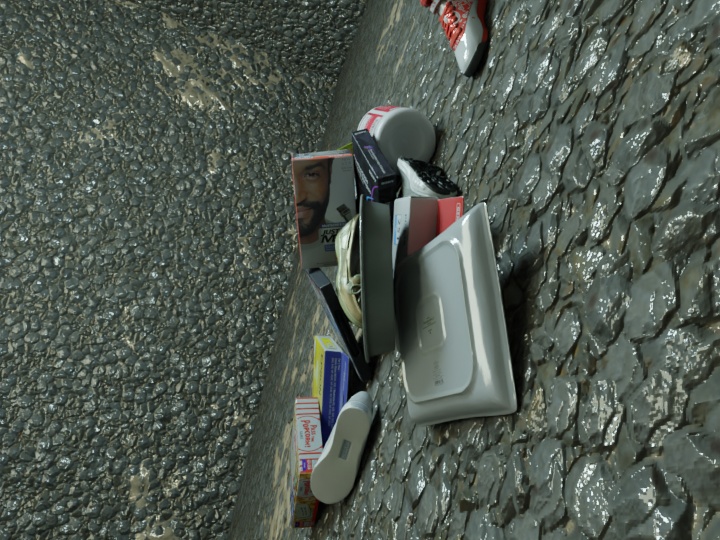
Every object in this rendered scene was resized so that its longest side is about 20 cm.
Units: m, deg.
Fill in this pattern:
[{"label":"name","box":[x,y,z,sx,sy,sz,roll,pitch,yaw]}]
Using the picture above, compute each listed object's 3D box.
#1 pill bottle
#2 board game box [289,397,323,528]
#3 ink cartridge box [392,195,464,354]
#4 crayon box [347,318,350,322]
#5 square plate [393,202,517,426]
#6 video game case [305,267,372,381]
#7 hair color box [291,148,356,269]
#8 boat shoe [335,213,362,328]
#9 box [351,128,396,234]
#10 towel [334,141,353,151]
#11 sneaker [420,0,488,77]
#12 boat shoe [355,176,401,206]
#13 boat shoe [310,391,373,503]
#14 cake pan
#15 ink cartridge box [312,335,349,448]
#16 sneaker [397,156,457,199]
[{"label":"pill bottle","box":[0.056,-0.244,1.068,0.200,0.110,0.114,-127,54,-68]},{"label":"board game box","box":[-0.104,0.360,1.085,0.153,0.045,0.202,-101,16,-46]},{"label":"ink cartridge box","box":[0.077,0.009,0.730,0.176,0.044,0.204,-155,67,-79]},{"label":"crayon box","box":[0.010,0.005,1.131,0.201,0.057,0.120,-98,26,-63]},{"label":"square plate","box":[0.085,0.057,0.617,0.200,0.028,0.202,140,128,-62]},{"label":"video game case","box":[-0.044,0.088,1.060,0.200,0.025,0.183,-140,26,-74]},{"label":"hair color box","box":[-0.063,-0.110,1.053,0.064,0.109,0.203,-106,11,-68]},{"label":"boat shoe","box":[0.002,0.000,0.965,0.063,0.072,0.203,-49,37,45]},{"label":"box","box":[0.025,-0.118,0.995,0.144,0.035,0.202,-115,16,-45]},{"label":"towel","box":[0.009,-0.271,1.276,0.199,0.018,0.086,-32,-19,-29]},{"label":"sneaker","box":[0.142,-0.397,0.917,0.067,0.106,0.204,127,156,-59]},{"label":"boat shoe","box":[0.016,-0.130,1.140,0.200,0.075,0.062,-43,28,-3]},{"label":"boat shoe","box":[-0.027,0.282,0.933,0.069,0.071,0.203,-47,-27,-65]},{"label":"cake pan","box":[0.021,0.009,0.707,0.200,0.036,0.204,-2,-90,-87]},{"label":"ink cartridge box","box":[-0.062,0.240,1.103,0.200,0.046,0.202,-159,72,-80]},{"label":"sneaker","box":[0.090,-0.123,0.895,0.201,0.073,0.081,-99,23,-64]}]
